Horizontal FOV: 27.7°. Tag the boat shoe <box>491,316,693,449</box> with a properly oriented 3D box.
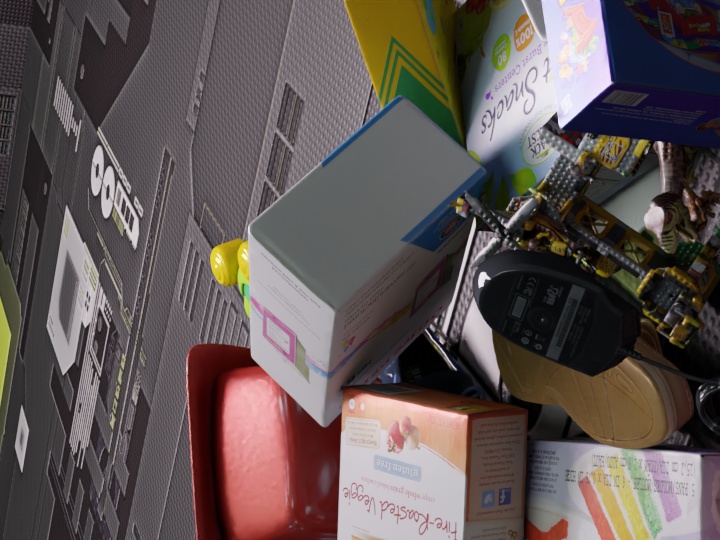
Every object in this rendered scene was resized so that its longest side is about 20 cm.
[{"bbox_3d":[0.147,0.053,0.875,0.200,0.069,0.074,-157,51,-68],"label":"boat shoe"}]

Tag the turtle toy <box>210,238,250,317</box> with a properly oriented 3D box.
[{"bbox_3d":[-0.050,0.007,1.273,0.200,0.145,0.102,-7,101,66],"label":"turtle toy"}]

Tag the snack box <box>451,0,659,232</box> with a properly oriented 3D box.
[{"bbox_3d":[0.137,-0.135,0.931,0.200,0.067,0.170,139,130,-60],"label":"snack box"}]

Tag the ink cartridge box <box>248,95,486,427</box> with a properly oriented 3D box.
[{"bbox_3d":[0.000,0.000,0.990,0.085,0.144,0.200,42,158,15],"label":"ink cartridge box"}]

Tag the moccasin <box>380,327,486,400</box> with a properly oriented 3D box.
[{"bbox_3d":[0.051,0.103,1.060,0.200,0.080,0.069,-127,24,-55],"label":"moccasin"}]

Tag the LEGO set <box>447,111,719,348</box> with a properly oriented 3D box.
[{"bbox_3d":[0.149,-0.043,0.763,0.154,0.116,0.200,41,132,5],"label":"LEGO set"}]

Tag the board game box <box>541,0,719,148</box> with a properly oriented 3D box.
[{"bbox_3d":[0.179,-0.125,0.672,0.045,0.198,0.136,139,131,-58],"label":"board game box"}]

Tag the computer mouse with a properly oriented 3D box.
[{"bbox_3d":[0.152,0.039,0.760,0.034,0.199,0.059,-56,-12,-51],"label":"computer mouse"}]

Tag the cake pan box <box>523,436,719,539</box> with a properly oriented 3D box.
[{"bbox_3d":[0.161,0.193,0.847,0.200,0.052,0.186,174,97,-66],"label":"cake pan box"}]

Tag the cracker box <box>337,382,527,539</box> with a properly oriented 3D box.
[{"bbox_3d":[0.043,0.183,0.959,0.133,0.057,0.202,6,96,53],"label":"cracker box"}]

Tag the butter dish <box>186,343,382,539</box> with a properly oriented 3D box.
[{"bbox_3d":[-0.025,0.149,1.157,0.147,0.198,0.202,-22,65,38],"label":"butter dish"}]

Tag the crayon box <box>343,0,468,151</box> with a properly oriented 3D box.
[{"bbox_3d":[0.036,-0.169,1.015,0.128,0.050,0.201,-82,-23,-50],"label":"crayon box"}]

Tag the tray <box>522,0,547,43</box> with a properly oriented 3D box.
[{"bbox_3d":[0.169,-0.220,0.822,0.199,0.022,0.108,-33,59,24],"label":"tray"}]
